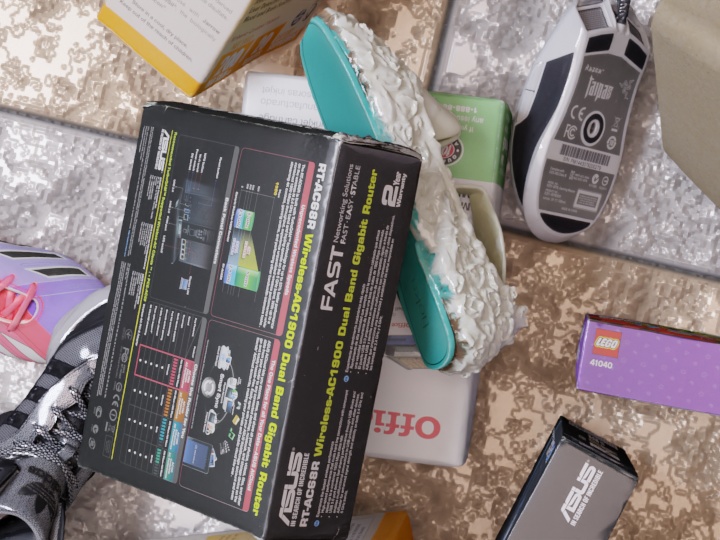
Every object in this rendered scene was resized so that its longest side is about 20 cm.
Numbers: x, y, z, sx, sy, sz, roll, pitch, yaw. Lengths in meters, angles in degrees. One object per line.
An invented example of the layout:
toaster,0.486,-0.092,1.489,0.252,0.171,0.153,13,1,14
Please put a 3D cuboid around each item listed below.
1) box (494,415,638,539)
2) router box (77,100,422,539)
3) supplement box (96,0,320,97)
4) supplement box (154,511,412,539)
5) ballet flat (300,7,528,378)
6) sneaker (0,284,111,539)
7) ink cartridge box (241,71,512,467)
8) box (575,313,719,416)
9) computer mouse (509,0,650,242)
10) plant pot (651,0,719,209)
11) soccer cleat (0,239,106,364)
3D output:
box,0.085,0.159,1.055,0.043,0.200,0.161,28,92,5
router box,-0.058,0.022,1.030,0.149,0.062,0.201,15,95,44
supplement box,-0.040,-0.199,1.068,0.073,0.126,0.200,40,123,7
supplement box,-0.074,0.191,1.087,0.199,0.126,0.074,-8,100,12
ballet flat,0.030,-0.043,1.056,0.071,0.072,0.201,-21,88,5
sneaker,-0.159,0.094,1.106,0.075,0.114,0.200,40,107,-20
ink cartridge box,0.000,0.000,1.124,0.144,0.088,0.201,8,91,5
box,0.212,0.059,1.076,0.199,0.137,0.039,11,90,5
computer mouse,0.121,-0.116,1.122,0.044,0.109,0.201,24,99,43
plant pot,0.258,-0.106,1.036,0.177,0.200,0.200,29,71,23
soccer cleat,-0.228,-0.002,1.151,0.199,0.076,0.067,28,91,6
